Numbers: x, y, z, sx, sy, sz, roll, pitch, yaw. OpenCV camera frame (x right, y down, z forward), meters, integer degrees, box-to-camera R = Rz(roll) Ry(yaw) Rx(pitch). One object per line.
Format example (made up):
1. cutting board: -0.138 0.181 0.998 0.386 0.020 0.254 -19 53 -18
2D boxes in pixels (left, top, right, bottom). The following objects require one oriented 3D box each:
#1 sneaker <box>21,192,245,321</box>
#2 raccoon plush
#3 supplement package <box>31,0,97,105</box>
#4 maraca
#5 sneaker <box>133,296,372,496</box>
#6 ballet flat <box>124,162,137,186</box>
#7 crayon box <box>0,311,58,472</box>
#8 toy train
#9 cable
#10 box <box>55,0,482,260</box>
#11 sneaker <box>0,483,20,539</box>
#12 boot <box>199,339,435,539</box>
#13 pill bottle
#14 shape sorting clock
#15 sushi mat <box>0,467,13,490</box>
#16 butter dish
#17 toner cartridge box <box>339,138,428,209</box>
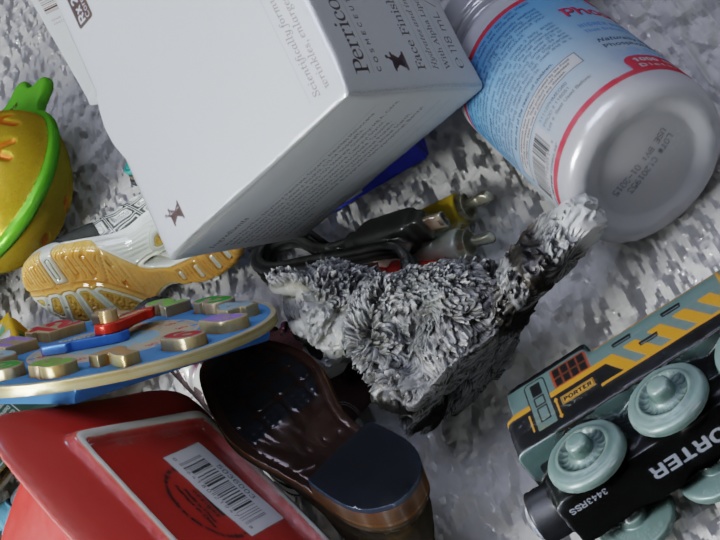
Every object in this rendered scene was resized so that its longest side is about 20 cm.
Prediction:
1. sneaker: -0.156 -0.022 1.327 0.198 0.076 0.088 -16 33 26
2. raccoon plush: 0.041 0.000 1.076 0.200 0.097 0.134 -44 69 5
3. supplement package: -0.156 -0.268 1.374 0.146 0.192 0.200 -17 21 31
4. maraca: -0.286 -0.076 1.440 0.137 0.107 0.201 -36 36 21
5. sneaker: -0.058 0.052 1.181 0.115 0.076 0.200 -44 51 -7
6. ballet flat: -0.127 -0.100 1.340 0.074 0.073 0.200 -67 9 -24
7. crayon box: -0.268 0.102 1.278 0.126 0.052 0.200 -49 14 -4
8. toy train: 0.168 0.067 0.967 0.199 0.085 0.114 -35 32 12
9. cable: 0.000 0.000 1.197 0.199 0.050 0.098 -15 42 43
10. box: -0.063 -0.145 1.140 0.200 0.130 0.200 -37 73 40
11. sneaker: -0.169 0.171 1.160 0.096 0.079 0.199 -50 41 -9
12. boot: -0.024 0.117 1.059 0.074 0.097 0.200 -36 41 -16
13. pill bottle: 0.126 -0.110 1.121 0.109 0.109 0.200 -43 41 2
14. shape sorting clock: -0.147 0.043 1.078 0.198 0.040 0.200 -13 6 1
15. sushi mat: -0.223 0.112 1.262 0.201 0.012 0.096 -52 5 -11
16. butter dish: -0.120 0.180 1.020 0.200 0.199 0.148 42 111 21
17. toner cartridge box: -0.017 -0.137 1.313 0.094 0.043 0.201 -29 43 15
